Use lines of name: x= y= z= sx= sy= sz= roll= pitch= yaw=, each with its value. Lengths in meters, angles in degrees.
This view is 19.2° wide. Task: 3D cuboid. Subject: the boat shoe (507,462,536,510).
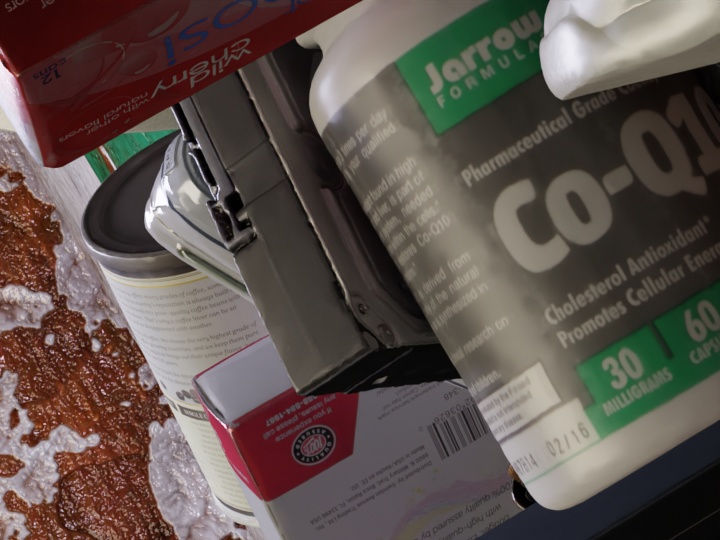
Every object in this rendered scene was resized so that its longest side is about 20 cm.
boat shoe: x=0.093 y=0.072 z=0.858 sx=0.201 sy=0.072 sz=0.072 roll=58 pitch=168 yaw=17

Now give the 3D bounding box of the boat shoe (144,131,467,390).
boat shoe: x=0.000 y=0.000 z=0.921 sx=0.199 sy=0.074 sz=0.067 roll=32 pitch=144 yaw=-9

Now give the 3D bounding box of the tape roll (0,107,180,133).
tape roll: x=-0.077 y=-0.098 z=0.884 sx=0.203 sy=0.201 sz=0.037 roll=-144 pitch=46 yaw=-65

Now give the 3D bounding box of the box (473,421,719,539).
box: x=0.089 y=0.156 z=0.756 sx=0.142 sy=0.199 sz=0.079 roll=63 pitch=169 yaw=-10

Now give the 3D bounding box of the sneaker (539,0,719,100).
sneaker: x=0.087 y=-0.102 z=0.509 sx=0.200 sy=0.075 sz=0.089 roll=138 pitch=115 yaw=-73

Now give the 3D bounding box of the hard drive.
hard drive: x=0.014 y=-0.029 z=0.754 sx=0.199 sy=0.038 sz=0.141 roll=0 pitch=-119 yaw=-58

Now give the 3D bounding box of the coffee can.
coffee can: x=-0.058 y=0.028 z=1.241 sx=0.146 sy=0.146 sz=0.201 roll=43 pitch=159 yaw=58

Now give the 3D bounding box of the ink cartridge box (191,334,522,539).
ink cartridge box: x=0.022 y=0.114 z=1.092 sx=0.201 sy=0.147 sz=0.086 roll=67 pitch=168 yaw=-23

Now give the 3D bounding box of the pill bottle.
pill bottle: x=0.054 y=-0.038 z=0.663 sx=0.201 sy=0.113 sz=0.113 roll=59 pitch=169 yaw=6

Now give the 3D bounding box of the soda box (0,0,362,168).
soda box: x=-0.019 y=-0.110 z=0.582 sx=0.064 sy=0.199 sz=0.070 roll=56 pitch=168 yaw=16
